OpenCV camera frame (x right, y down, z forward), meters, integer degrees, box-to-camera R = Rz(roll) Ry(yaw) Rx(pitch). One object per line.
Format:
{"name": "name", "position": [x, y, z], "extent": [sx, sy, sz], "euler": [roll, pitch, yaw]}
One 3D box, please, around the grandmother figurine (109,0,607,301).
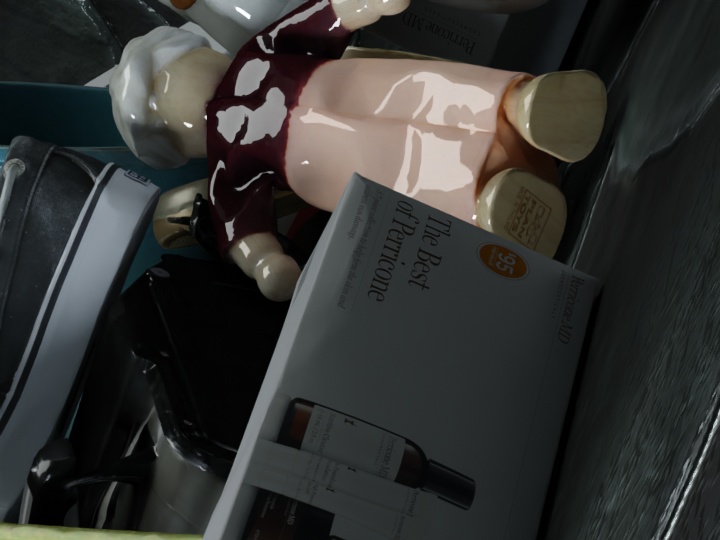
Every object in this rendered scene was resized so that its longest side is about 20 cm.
{"name": "grandmother figurine", "position": [-0.014, -0.047, 1.017], "extent": [0.061, 0.199, 0.122], "euler": [43, -111, -47]}

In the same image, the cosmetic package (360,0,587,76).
{"name": "cosmetic package", "position": [0.027, -0.176, 1.252], "extent": [0.052, 0.200, 0.151], "euler": [13, -78, -48]}

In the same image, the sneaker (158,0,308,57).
{"name": "sneaker", "position": [-0.047, -0.133, 1.156], "extent": [0.073, 0.085, 0.200], "euler": [-52, 7, 8]}

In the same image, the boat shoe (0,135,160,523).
{"name": "boat shoe", "position": [-0.137, 0.045, 1.006], "extent": [0.074, 0.068, 0.200], "euler": [110, -178, -77]}

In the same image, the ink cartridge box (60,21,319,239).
{"name": "ink cartridge box", "position": [-0.101, -0.012, 1.363], "extent": [0.200, 0.145, 0.083], "euler": [-31, 22, 2]}

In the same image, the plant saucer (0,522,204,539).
{"name": "plant saucer", "position": [-0.094, 0.181, 0.882], "extent": [0.048, 0.199, 0.201], "euler": [38, -122, -53]}

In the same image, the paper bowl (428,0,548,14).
{"name": "paper bowl", "position": [0.020, -0.162, 1.025], "extent": [0.201, 0.200, 0.105], "euler": [141, 151, -83]}

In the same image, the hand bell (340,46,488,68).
{"name": "hand bell", "position": [0.012, 0.025, 1.078], "extent": [0.104, 0.104, 0.201], "euler": [150, 131, -85]}

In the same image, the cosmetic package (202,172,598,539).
{"name": "cosmetic package", "position": [0.006, 0.061, 0.775], "extent": [0.200, 0.082, 0.051], "euler": [-72, 8, -51]}

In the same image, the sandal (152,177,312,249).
{"name": "sandal", "position": [-0.015, -0.056, 1.164], "extent": [0.080, 0.054, 0.200], "euler": [-20, 1, 39]}

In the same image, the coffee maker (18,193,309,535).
{"name": "coffee maker", "position": [-0.055, 0.111, 1.024], "extent": [0.192, 0.134, 0.201], "euler": [-69, 2, -67]}

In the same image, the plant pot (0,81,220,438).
{"name": "plant pot", "position": [-0.146, 0.025, 1.217], "extent": [0.200, 0.199, 0.189], "euler": [-85, -2, -80]}

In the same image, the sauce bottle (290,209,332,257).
{"name": "sauce bottle", "position": [0.000, 0.000, 1.213], "extent": [0.065, 0.064, 0.200], "euler": [-66, -7, 12]}
